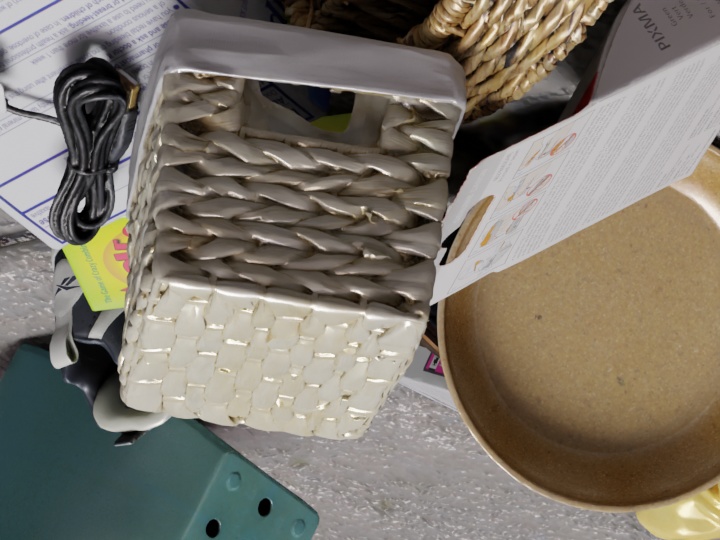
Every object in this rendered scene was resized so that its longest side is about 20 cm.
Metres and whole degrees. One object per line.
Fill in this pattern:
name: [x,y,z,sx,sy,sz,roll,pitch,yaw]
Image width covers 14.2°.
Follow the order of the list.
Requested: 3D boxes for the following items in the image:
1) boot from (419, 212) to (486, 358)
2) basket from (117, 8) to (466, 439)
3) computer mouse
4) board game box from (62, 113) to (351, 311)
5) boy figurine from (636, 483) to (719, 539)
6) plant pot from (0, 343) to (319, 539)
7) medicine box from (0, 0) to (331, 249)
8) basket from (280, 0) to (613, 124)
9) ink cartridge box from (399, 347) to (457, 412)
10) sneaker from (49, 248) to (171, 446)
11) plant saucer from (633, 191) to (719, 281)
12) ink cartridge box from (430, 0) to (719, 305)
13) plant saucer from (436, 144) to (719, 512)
boot: [0.000,0.000,1.505,0.097,0.075,0.200,8,172,35]
basket: [-0.038,-0.013,1.285,0.135,0.124,0.200,9,159,-6]
computer mouse: [-0.203,-0.074,1.334,0.199,0.044,0.110,15,141,-8]
board game box: [-0.057,-0.032,1.534,0.199,0.048,0.102,-7,152,5]
boy figurine: [0.262,0.129,1.722,0.199,0.065,0.124,-10,143,31]
plant pot: [-0.131,0.149,1.737,0.199,0.142,0.141,9,156,47]
medicine box: [-0.139,-0.129,1.373,0.182,0.103,0.200,-24,132,33]
basket: [0.030,-0.165,1.254,0.148,0.143,0.200,21,146,-18]
ink cartridge box: [0.088,0.074,1.670,0.094,0.037,0.200,27,172,-24]
sneaker: [-0.102,0.057,1.654,0.079,0.130,0.199,-17,139,38]
plant saucer: [0.154,0.024,1.607,0.199,0.031,0.200,8,148,5]
ink cartridge box: [0.099,-0.064,1.369,0.199,0.050,0.161,-25,160,-26]
plant saucer: [0.133,0.024,1.505,0.199,0.201,0.035,18,180,-12]
